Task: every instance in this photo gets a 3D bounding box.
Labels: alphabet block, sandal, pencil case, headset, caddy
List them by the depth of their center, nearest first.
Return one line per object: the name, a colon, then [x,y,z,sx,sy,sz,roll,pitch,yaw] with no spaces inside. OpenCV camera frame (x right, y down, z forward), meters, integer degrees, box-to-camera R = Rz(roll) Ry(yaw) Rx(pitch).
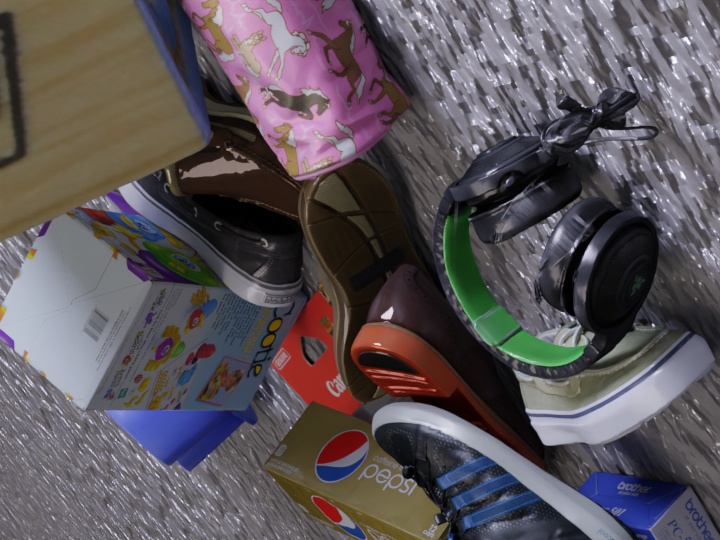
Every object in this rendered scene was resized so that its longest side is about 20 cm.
headset: [0.095,-0.020,1.063,0.123,0.094,0.201,45,138,17]
pencil case: [-0.054,-0.146,1.155,0.201,0.083,0.086,55,156,-17]
alphabet block: [-0.222,-0.152,1.212,0.196,0.199,0.197,-105,-10,-59]
sandal: [0.000,0.000,1.308,0.054,0.080,0.201,47,162,47]
caddy: [-0.173,0.075,1.702,0.200,0.105,0.141,42,179,13]

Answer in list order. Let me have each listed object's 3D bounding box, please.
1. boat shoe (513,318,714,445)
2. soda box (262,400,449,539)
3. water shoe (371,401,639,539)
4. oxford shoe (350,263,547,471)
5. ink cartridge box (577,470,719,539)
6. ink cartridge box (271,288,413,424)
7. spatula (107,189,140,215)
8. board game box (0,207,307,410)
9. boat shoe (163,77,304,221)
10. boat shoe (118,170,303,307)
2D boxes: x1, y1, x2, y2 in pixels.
boat shoe: [0.133,0.059,1.159,0.062,0.072,0.200,54,159,-2]
soda box: [0.023,0.156,1.404,0.199,0.064,0.068,16,152,51]
water shoe: [0.077,0.151,1.249,0.199,0.079,0.072,28,160,25]
oxford shoe: [0.071,0.070,1.310,0.071,0.073,0.200,2,149,36]
ink cartridge box: [0.214,0.221,1.303,0.094,0.044,0.201,3,130,58]
ink cartridge box: [-0.007,0.116,1.542,0.174,0.044,0.200,46,158,3]
spatula: [-0.195,-0.095,1.572,0.056,0.021,0.201,19,143,40]
board game box: [-0.146,0.029,1.444,0.103,0.105,0.200,36,-166,27]
boat shoe: [-0.098,-0.072,1.361,0.202,0.075,0.075,30,151,38]
boat shoe: [-0.105,-0.052,1.428,0.200,0.069,0.067,44,131,40]
